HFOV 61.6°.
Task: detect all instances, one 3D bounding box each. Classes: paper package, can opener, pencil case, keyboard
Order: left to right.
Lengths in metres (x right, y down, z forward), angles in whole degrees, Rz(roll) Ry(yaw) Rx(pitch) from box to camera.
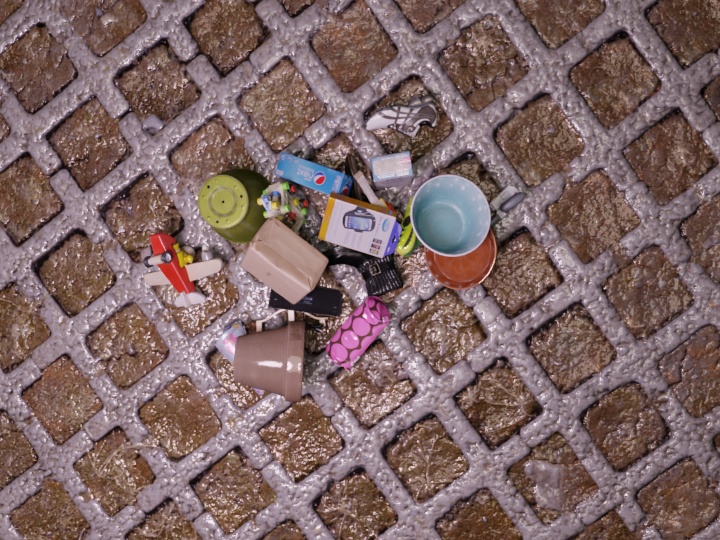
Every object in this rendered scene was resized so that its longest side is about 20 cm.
[{"bbox_3d":[-0.300,0.236,1.623,0.201,0.083,0.091,49,51,1],"label":"pencil case"},{"bbox_3d":[-0.194,-0.020,1.524,0.190,0.200,0.104,37,69,-7],"label":"paper package"},{"bbox_3d":[-0.150,0.101,1.618,0.196,0.021,0.129,8,69,-1],"label":"keyboard"},{"bbox_3d":[-0.002,0.165,1.573,0.201,0.090,0.094,-53,51,26],"label":"pencil case"},{"bbox_3d":[0.341,-0.143,1.579,0.200,0.066,0.053,-43,88,9],"label":"can opener"}]

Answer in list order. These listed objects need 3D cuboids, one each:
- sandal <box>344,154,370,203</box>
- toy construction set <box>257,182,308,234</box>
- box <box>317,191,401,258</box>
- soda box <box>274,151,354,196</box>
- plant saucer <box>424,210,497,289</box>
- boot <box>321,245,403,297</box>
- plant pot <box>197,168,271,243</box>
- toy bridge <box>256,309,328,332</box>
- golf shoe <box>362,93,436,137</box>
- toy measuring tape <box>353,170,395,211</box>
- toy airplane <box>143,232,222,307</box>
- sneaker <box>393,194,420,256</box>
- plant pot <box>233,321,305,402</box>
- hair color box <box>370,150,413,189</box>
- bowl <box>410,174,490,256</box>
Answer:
[{"bbox_3d":[-0.001,-0.208,1.597,0.054,0.082,0.204,-9,85,-18],"label":"sandal"},{"bbox_3d":[-0.191,-0.148,1.562,0.090,0.201,0.133,-6,53,11],"label":"toy construction set"},{"bbox_3d":[0.002,-0.110,1.515,0.197,0.042,0.121,16,119,-6],"label":"box"},{"bbox_3d":[-0.120,-0.244,1.564,0.198,0.068,0.065,23,98,22],"label":"soda box"},{"bbox_3d":[0.261,-0.052,1.568,0.197,0.032,0.204,0,90,30],"label":"plant saucer"},{"bbox_3d":[0.001,0.000,1.594,0.207,0.079,0.161,-13,92,3],"label":"boot"},{"bbox_3d":[-0.327,-0.170,1.549,0.196,0.193,0.204,0,93,3],"label":"plant pot"},{"bbox_3d":[-0.185,0.134,1.638,0.196,0.027,0.069,-3,91,2],"label":"toy bridge"},{"bbox_3d":[0.105,-0.387,1.572,0.197,0.078,0.096,-17,92,5],"label":"golf shoe"},{"bbox_3d":[0.034,-0.171,1.543,0.073,0.074,0.201,-34,115,4],"label":"toy measuring tape"},{"bbox_3d":[-0.473,-0.003,1.607,0.197,0.142,0.200,23,132,-6],"label":"toy airplane"},{"bbox_3d":[0.147,-0.126,1.587,0.073,0.084,0.202,27,76,19],"label":"sneaker"},{"bbox_3d":[-0.228,0.225,1.516,0.171,0.200,0.204,4,93,-7],"label":"plant pot"},{"bbox_3d":[0.079,-0.249,1.517,0.098,0.200,0.062,-9,92,3],"label":"hair color box"},{"bbox_3d":[0.212,-0.123,1.492,0.197,0.105,0.205,1,79,-5],"label":"bowl"}]
